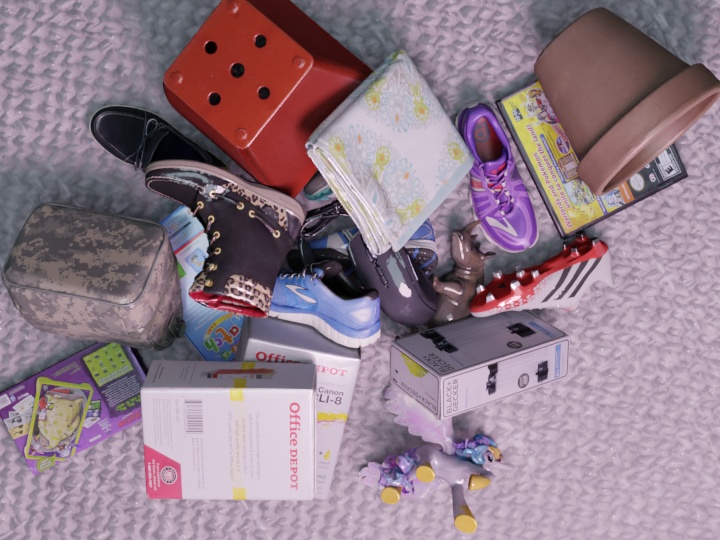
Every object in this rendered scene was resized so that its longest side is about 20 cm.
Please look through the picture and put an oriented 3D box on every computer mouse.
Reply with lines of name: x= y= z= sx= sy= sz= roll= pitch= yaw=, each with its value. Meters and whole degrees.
computer mouse: x=0.000 y=0.000 z=1.595 sx=0.140 sy=0.046 sz=0.201 roll=-21 pitch=107 yaw=21

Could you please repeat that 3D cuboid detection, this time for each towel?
towel: x=0.039 y=-0.139 z=1.535 sx=0.200 sy=0.048 sz=0.171 roll=-49 pitch=118 yaw=-32

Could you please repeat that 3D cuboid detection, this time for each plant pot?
plant pot: x=0.306 y=-0.217 z=1.556 sx=0.200 sy=0.200 sz=0.175 roll=-39 pitch=79 yaw=5
plant pot: x=-0.121 y=-0.224 z=1.543 sx=0.200 sy=0.176 sz=0.200 roll=41 pitch=96 yaw=12

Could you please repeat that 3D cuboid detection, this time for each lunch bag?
lunch bag: x=-0.324 y=0.022 z=1.599 sx=0.199 sy=0.168 sz=0.140 roll=10 pitch=55 yaw=12

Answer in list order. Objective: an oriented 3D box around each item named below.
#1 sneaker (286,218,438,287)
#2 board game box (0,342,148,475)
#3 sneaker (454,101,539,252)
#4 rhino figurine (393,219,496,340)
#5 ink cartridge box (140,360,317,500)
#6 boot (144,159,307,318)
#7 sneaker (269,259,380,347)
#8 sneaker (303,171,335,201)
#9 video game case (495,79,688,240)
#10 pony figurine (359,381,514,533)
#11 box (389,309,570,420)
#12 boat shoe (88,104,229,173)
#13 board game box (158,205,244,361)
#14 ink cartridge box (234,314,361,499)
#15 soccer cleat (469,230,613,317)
sneaker: x=0.004 y=-0.027 z=1.662 sx=0.199 sy=0.077 sz=0.076 roll=-4 pitch=144 yaw=12
board game box: x=-0.371 y=0.173 z=1.705 sx=0.199 sy=0.032 sz=0.120 roll=-27 pitch=94 yaw=5
sneaker: x=0.168 y=-0.114 z=1.635 sx=0.080 sy=0.083 sz=0.201 roll=-22 pitch=99 yaw=3
rhino figurine: x=0.116 y=0.028 z=1.666 sx=0.087 sy=0.060 sz=0.201 roll=17 pitch=98 yaw=-27
ink cartridge box: x=-0.149 y=0.187 z=1.511 sx=0.199 sy=0.083 sz=0.146 roll=1 pitch=110 yaw=1
boot: x=-0.174 y=-0.038 z=1.533 sx=0.199 sy=0.073 sz=0.151 roll=19 pitch=69 yaw=-12
sneaker: x=-0.061 y=0.018 z=1.584 sx=0.199 sy=0.079 sz=0.090 roll=19 pitch=118 yaw=16
sneaker: x=-0.004 y=-0.171 z=1.639 sx=0.200 sy=0.078 sz=0.091 roll=-42 pitch=83 yaw=1
video game case: x=0.296 y=-0.168 z=1.657 sx=0.180 sy=0.026 sz=0.201 roll=-27 pitch=99 yaw=3
pony figurine: x=0.092 y=0.247 z=1.656 sx=0.192 sy=0.200 sz=0.167 roll=18 pitch=106 yaw=13
box: x=0.148 y=0.111 z=1.609 sx=0.199 sy=0.117 sz=0.060 roll=-15 pitch=118 yaw=-27
boat shoe: x=-0.256 y=-0.154 z=1.624 sx=0.199 sy=0.062 sz=0.075 roll=29 pitch=93 yaw=12
board game box: x=-0.189 y=0.009 z=1.675 sx=0.151 sy=0.037 sz=0.200 roll=-37 pitch=97 yaw=5
ink cartridge box: x=-0.091 y=0.156 z=1.623 sx=0.145 sy=0.145 sz=0.201 roll=11 pitch=109 yaw=-8
soccer cleat: x=0.234 y=0.025 z=1.650 sx=0.199 sy=0.069 sz=0.085 roll=-27 pitch=113 yaw=-11
